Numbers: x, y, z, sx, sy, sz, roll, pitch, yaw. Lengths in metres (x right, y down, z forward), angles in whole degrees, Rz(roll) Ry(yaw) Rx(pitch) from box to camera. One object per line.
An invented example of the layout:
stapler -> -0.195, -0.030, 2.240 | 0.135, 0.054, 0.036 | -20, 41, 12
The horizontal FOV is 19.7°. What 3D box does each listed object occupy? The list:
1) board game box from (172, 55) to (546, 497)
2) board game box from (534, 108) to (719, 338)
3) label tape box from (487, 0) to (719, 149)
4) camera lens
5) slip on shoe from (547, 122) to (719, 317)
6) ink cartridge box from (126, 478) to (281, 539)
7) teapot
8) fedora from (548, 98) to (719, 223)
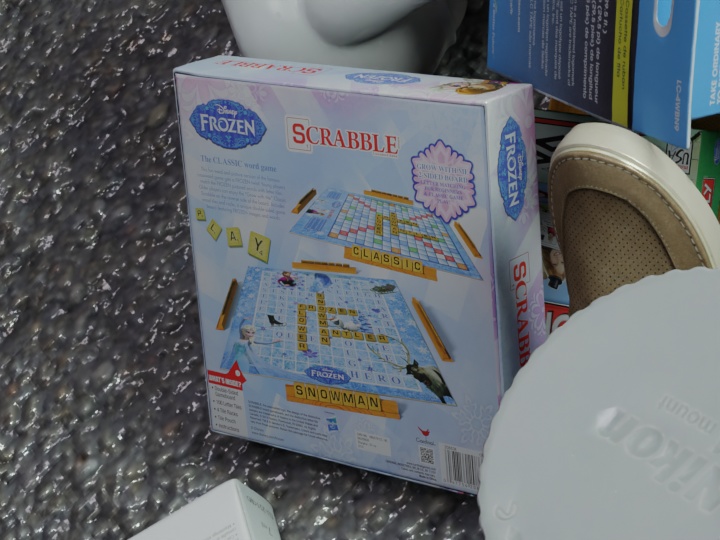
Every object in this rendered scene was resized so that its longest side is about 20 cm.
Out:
board game box -> 0.000, 0.000, 1.028 | 0.199, 0.200, 0.041 | 10, 23, 38
board game box -> 0.083, -0.014, 1.034 | 0.199, 0.029, 0.135 | 10, 97, 38
label tape box -> 0.124, -0.143, 0.909 | 0.200, 0.066, 0.144 | -145, 54, -63
camera lens -> 0.150, 0.109, 0.760 | 0.159, 0.200, 0.161 | -17, 52, 23
slip on shoe -> 0.120, 0.031, 0.900 | 0.076, 0.201, 0.061 | 12, 45, 35
ink cartridge box -> -0.116, 0.224, 1.042 | 0.200, 0.044, 0.174 | -31, 49, 13
teapot -> -0.004, -0.170, 1.150 | 0.145, 0.198, 0.201 | -20, 62, 1
fedora -> 0.173, -0.107, 1.038 | 0.200, 0.082, 0.201 | -17, 53, 24
